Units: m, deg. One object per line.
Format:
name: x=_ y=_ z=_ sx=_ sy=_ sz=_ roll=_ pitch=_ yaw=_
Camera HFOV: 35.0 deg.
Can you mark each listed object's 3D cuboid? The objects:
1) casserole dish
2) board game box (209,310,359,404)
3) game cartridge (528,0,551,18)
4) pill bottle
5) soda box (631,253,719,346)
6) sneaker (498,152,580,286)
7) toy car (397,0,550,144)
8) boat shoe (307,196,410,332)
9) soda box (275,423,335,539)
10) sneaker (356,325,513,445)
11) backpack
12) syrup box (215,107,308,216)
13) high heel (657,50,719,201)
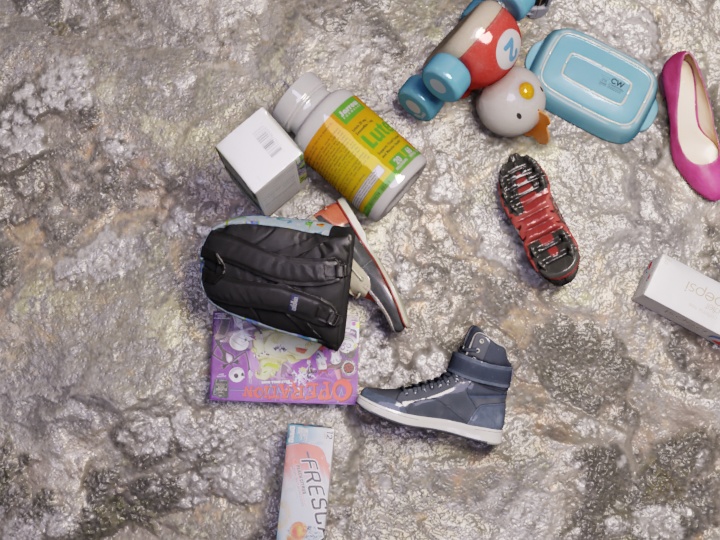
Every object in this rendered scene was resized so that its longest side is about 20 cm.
casserole dish: x=0.322 y=-0.259 z=1.573 sx=0.199 sy=0.039 sz=0.122 roll=28 pitch=84 yaw=2
board game box: x=-0.101 y=0.117 z=1.527 sx=0.197 sy=0.032 sz=0.122 roll=1 pitch=87 yaw=-1
game cartridge: x=0.238 y=-0.432 z=1.511 sx=0.040 sy=0.200 sz=0.135 roll=-7 pitch=83 yaw=1
pill bottle: x=-0.018 y=-0.169 z=1.520 sx=0.200 sy=0.111 sz=0.111 roll=41 pitch=84 yaw=4
soda box: x=0.469 y=0.055 z=1.519 sx=0.199 sy=0.068 sz=0.064 roll=27 pitch=83 yaw=3
sneaker: x=0.241 y=-0.063 z=1.533 sx=0.070 sy=0.098 sz=0.202 roll=-24 pitch=60 yaw=9
toy car: x=0.190 y=-0.247 z=1.514 sx=0.200 sy=0.177 sz=0.185 roll=41 pitch=72 yaw=-8
boat shoe: x=0.000 y=0.000 z=1.520 sx=0.062 sy=0.071 sz=0.201 roll=-30 pitch=82 yaw=-1
soda box: x=-0.072 y=0.301 z=1.481 sx=0.063 sy=0.068 sz=0.202 roll=5 pitch=82 yaw=0
sneaker: x=0.102 y=0.136 z=1.494 sx=0.200 sy=0.077 sz=0.148 roll=12 pitch=94 yaw=-9
backpack: x=-0.110 y=0.001 z=1.475 sx=0.198 sy=0.154 sz=0.165 roll=6 pitch=106 yaw=0
syrup box: x=-0.124 y=-0.134 z=1.470 sx=0.081 sy=0.200 sz=0.079 roll=-40 pitch=85 yaw=-4
high heel: x=0.456 y=-0.195 z=1.536 sx=0.067 sy=0.096 sz=0.202 roll=-13 pitch=83 yaw=-2
